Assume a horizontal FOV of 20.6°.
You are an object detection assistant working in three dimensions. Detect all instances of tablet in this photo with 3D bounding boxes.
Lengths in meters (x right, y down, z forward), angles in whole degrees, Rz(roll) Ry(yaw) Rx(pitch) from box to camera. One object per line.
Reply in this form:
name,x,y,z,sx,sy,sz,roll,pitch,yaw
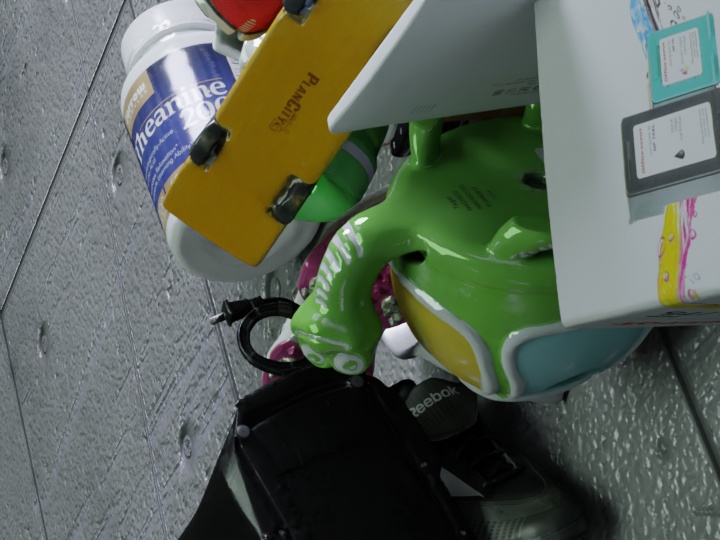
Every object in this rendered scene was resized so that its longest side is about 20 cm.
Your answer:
tablet,0.092,-0.107,0.903,0.130,0.200,0.014,-49,58,54

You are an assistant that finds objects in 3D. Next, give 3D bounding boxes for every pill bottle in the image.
pill bottle,-0.107,-0.098,1.405,0.200,0.111,0.111,66,146,38

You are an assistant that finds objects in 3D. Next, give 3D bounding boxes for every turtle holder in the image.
turtle holder,0.073,0.002,0.973,0.141,0.185,0.132,27,133,29

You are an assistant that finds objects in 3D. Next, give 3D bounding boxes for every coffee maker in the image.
coffee maker,-0.035,0.144,1.124,0.200,0.135,0.192,122,144,-57

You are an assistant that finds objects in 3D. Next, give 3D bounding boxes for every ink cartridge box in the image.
ink cartridge box,0.184,-0.060,0.780,0.200,0.147,0.146,163,104,-63

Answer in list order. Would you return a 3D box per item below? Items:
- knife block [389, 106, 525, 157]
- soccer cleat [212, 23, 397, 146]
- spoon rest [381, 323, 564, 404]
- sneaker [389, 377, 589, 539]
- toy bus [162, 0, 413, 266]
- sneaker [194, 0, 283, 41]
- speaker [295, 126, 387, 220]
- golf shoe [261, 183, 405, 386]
knife block,0.050,-0.117,1.027,0.175,0.200,0.064,-21,69,31
soccer cleat,-0.031,-0.128,1.281,0.200,0.085,0.069,43,129,56
spoon rest,0.048,0.020,1.154,0.200,0.061,0.099,38,124,57
sneaker,0.056,0.108,1.111,0.200,0.066,0.091,17,129,64
toy bus,-0.028,-0.090,1.008,0.200,0.065,0.078,-54,3,37
sneaker,-0.033,-0.214,1.027,0.085,0.077,0.200,-16,48,55
speaker,-0.015,-0.133,1.164,0.088,0.088,0.200,-36,35,59
golf shoe,0.000,0.000,1.125,0.200,0.075,0.092,-55,15,46
